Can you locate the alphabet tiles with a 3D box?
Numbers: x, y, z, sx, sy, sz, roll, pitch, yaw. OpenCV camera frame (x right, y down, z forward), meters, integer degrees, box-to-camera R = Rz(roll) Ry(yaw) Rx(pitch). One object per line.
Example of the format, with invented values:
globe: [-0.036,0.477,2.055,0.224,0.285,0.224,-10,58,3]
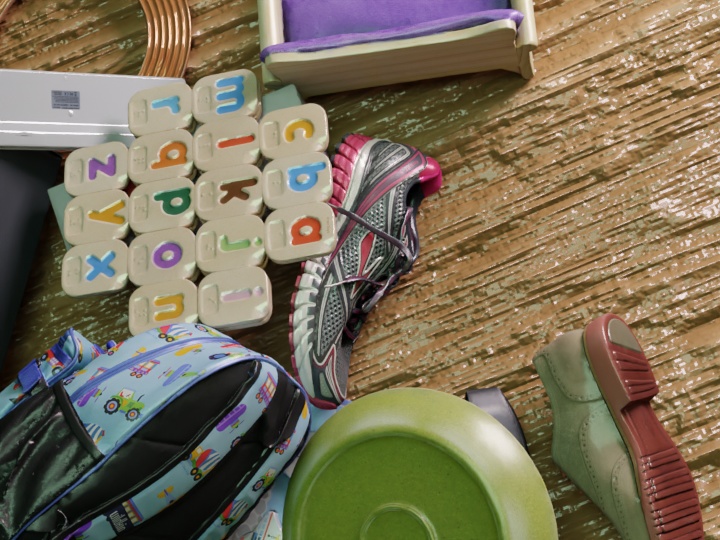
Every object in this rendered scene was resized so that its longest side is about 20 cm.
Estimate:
alphabet tiles: [-0.113,-0.047,1.023,0.195,0.015,0.201,-11,61,10]

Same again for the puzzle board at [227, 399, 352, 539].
puzzle board: [-0.104,0.165,1.042,0.150,0.017,0.201,16,79,15]

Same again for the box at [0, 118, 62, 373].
box: [-0.318,-0.009,1.086,0.141,0.079,0.201,7,76,30]

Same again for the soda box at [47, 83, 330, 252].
soda box: [-0.121,-0.059,1.083,0.199,0.064,0.068,-23,72,5]

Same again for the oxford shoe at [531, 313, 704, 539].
oxford shoe: [0.171,0.134,0.983,0.075,0.070,0.201,-25,71,32]

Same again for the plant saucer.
plant saucer: [0.029,0.177,0.959,0.199,0.031,0.201,0,90,26]

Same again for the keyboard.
keyboard: [-0.213,-0.115,1.067,0.011,0.199,0.057,-9,84,53]

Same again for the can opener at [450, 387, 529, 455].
can opener: [0.085,0.175,0.978,0.078,0.063,0.201,-15,72,6]

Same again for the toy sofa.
toy sofa: [0.025,-0.181,1.071,0.199,0.098,0.083,-7,73,10]

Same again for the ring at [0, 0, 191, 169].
ring: [-0.226,-0.173,1.159,0.199,0.019,0.201,-3,74,9]

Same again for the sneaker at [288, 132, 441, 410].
sneaker: [0.000,0.000,1.035,0.074,0.081,0.201,12,77,12]

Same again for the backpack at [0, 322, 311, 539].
backpack: [-0.139,0.112,0.960,0.200,0.183,0.135,-42,56,-2]
